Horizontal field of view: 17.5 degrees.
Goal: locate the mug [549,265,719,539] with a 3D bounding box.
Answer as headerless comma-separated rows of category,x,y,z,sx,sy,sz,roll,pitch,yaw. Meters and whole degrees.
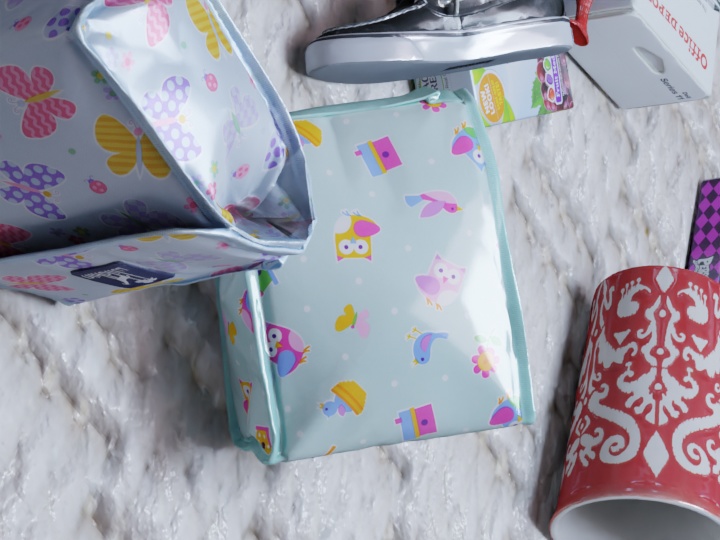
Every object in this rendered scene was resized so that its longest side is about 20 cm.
mug,0.207,0.117,1.743,0.133,0.178,0.201,18,58,-15

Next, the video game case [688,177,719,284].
video game case,0.326,0.052,1.984,0.181,0.036,0.201,44,49,-44

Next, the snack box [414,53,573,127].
snack box,0.081,-0.201,1.640,0.142,0.053,0.201,-17,97,-55

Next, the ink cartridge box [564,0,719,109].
ink cartridge box,0.219,-0.246,1.833,0.147,0.083,0.201,39,52,-47

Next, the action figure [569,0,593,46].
action figure,0.145,-0.274,1.742,0.099,0.065,0.201,40,54,-45

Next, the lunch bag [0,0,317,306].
lunch bag,-0.135,-0.063,1.176,0.200,0.169,0.127,57,40,-35

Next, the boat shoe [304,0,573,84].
boat shoe,0.050,-0.165,1.526,0.199,0.074,0.068,-10,87,-24

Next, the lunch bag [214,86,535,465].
lunch bag,0.000,0.000,1.358,0.170,0.122,0.201,-9,92,-13
